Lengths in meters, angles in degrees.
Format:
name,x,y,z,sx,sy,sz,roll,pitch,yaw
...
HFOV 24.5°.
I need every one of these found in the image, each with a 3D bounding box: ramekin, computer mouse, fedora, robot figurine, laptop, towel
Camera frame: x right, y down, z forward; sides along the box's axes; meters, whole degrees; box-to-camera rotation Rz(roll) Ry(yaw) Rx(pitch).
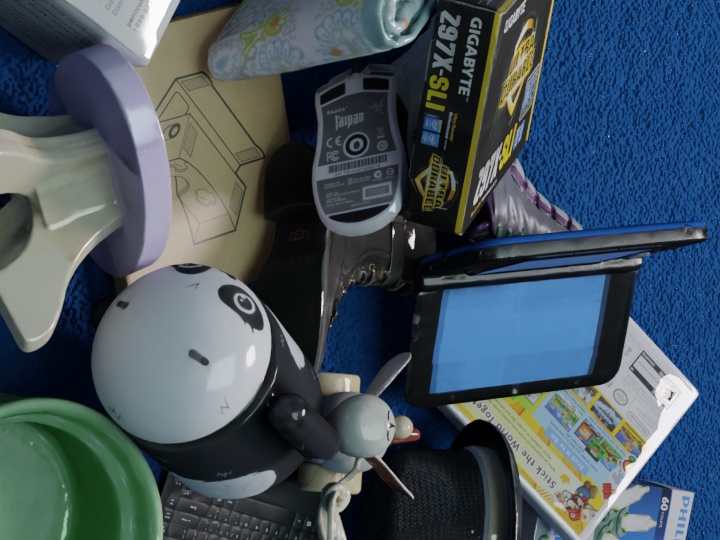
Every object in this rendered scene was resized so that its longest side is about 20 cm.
name,x,y,z,sx,sy,sz,roll,pitch,yaw
ramekin,-0.238,0.174,1.078,0.199,0.098,0.201,-7,101,-38
computer mouse,0.001,-0.109,1.175,0.044,0.109,0.201,48,37,-59
fedora,0.051,0.211,1.286,0.091,0.201,0.201,11,90,-18
robot figurine,-0.096,0.075,1.091,0.200,0.150,0.125,57,23,-59
laptop,-0.067,0.229,1.221,0.177,0.103,0.201,23,83,-39
towel,0.001,-0.211,1.143,0.048,0.171,0.200,50,54,-27

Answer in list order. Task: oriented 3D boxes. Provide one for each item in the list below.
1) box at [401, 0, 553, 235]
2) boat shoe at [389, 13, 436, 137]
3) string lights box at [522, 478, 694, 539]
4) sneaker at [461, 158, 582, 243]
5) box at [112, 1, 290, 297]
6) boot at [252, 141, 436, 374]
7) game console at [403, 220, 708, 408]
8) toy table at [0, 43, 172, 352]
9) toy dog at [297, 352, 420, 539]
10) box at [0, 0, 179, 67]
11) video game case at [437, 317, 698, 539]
name,x,y,z,sx,sy,sz,roll,pitch,yaw
box,0.088,-0.135,1.164,0.200,0.049,0.160,-51,155,-61
boat shoe,0.059,-0.134,1.268,0.200,0.072,0.071,-49,127,-38
string lights box,0.203,0.230,1.466,0.200,0.059,0.103,13,87,-39
sneaker,0.116,-0.028,1.326,0.200,0.074,0.088,48,46,-15
box,-0.118,-0.080,1.181,0.163,0.021,0.201,-21,110,-37
boot,0.000,0.000,1.243,0.174,0.069,0.201,13,80,-53
game console,0.148,0.035,1.267,0.199,0.171,0.119,-6,86,-23
toy table,-0.198,-0.048,1.030,0.117,0.184,0.200,-24,152,-25
toy dog,0.011,0.121,1.203,0.096,0.200,0.132,1,104,-11
box,-0.190,-0.262,1.026,0.200,0.130,0.199,36,75,-37
video game case,0.166,0.097,1.391,0.200,0.023,0.182,47,66,-8
